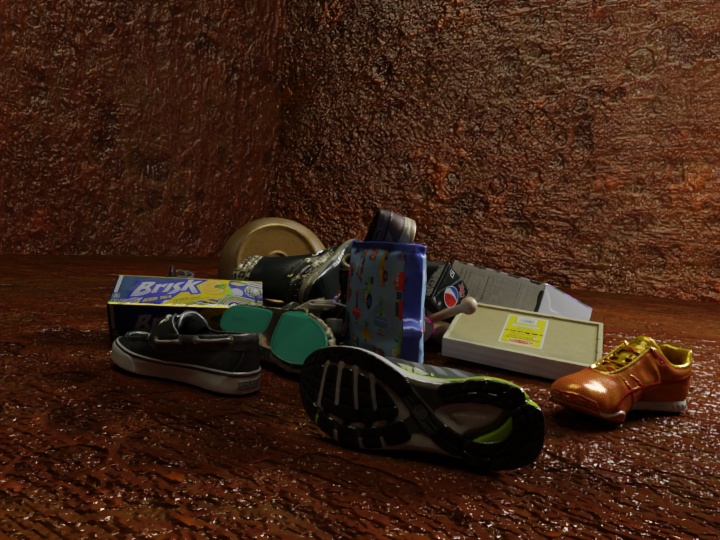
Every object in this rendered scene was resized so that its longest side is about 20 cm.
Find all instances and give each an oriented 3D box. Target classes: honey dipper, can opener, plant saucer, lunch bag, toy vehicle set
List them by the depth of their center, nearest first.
[{"bbox_3d":[0.035,0.047,0.592,0.091,0.155,0.200,3,3,-5],"label":"lunch bag"},{"bbox_3d":[-0.080,0.078,0.713,0.052,0.069,0.199,7,-19,-29],"label":"can opener"},{"bbox_3d":[0.219,0.092,0.727,0.195,0.027,0.124,9,24,25],"label":"toy vehicle set"},{"bbox_3d":[0.106,0.068,0.772,0.037,0.039,0.199,2,-16,-24],"label":"honey dipper"},{"bbox_3d":[-0.141,-0.006,0.913,0.194,0.206,0.036,3,-22,-13],"label":"plant saucer"}]

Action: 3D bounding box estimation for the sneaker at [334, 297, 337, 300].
[{"bbox_3d":[-0.122,0.039,0.964,0.196,0.103,0.069,-1,1,-32],"label":"sneaker"}]

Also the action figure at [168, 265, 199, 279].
[{"bbox_3d":[-0.255,0.042,0.997,0.195,0.071,0.130,6,-23,-27],"label":"action figure"}]

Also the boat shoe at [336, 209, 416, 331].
[{"bbox_3d":[0.000,0.000,0.743,0.064,0.201,0.073,28,30,-15],"label":"boat shoe"}]

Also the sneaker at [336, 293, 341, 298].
[{"bbox_3d":[0.003,0.055,1.028,0.076,0.088,0.197,1,4,-42],"label":"sneaker"}]

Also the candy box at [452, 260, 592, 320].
[{"bbox_3d":[0.272,0.056,0.949,0.165,0.073,0.198,22,-2,-38],"label":"candy box"}]

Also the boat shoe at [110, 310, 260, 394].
[{"bbox_3d":[-0.186,0.076,0.568,0.195,0.070,0.071,6,4,32],"label":"boat shoe"}]

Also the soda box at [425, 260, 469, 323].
[{"bbox_3d":[0.073,0.025,0.866,0.198,0.064,0.071,10,-29,51],"label":"soda box"}]

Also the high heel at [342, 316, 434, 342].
[{"bbox_3d":[0.036,0.075,0.822,0.196,0.070,0.095,2,12,33],"label":"high heel"}]

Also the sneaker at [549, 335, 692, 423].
[{"bbox_3d":[0.261,0.105,0.546,0.196,0.080,0.072,0,6,-34],"label":"sneaker"}]

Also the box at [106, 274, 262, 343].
[{"bbox_3d":[-0.232,0.055,0.734,0.194,0.066,0.071,3,31,-13],"label":"box"}]

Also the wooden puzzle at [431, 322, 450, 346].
[{"bbox_3d":[0.179,0.103,0.901,0.179,0.038,0.200,3,-1,-8],"label":"wooden puzzle"}]

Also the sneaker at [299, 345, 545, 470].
[{"bbox_3d":[0.043,0.107,0.432,0.195,0.076,0.081,11,-4,18],"label":"sneaker"}]

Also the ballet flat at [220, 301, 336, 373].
[{"bbox_3d":[-0.091,0.082,0.649,0.197,0.077,0.064,14,-24,41],"label":"ballet flat"}]

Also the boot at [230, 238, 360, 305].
[{"bbox_3d":[-0.094,-0.005,0.854,0.150,0.075,0.204,8,26,22],"label":"boot"}]
